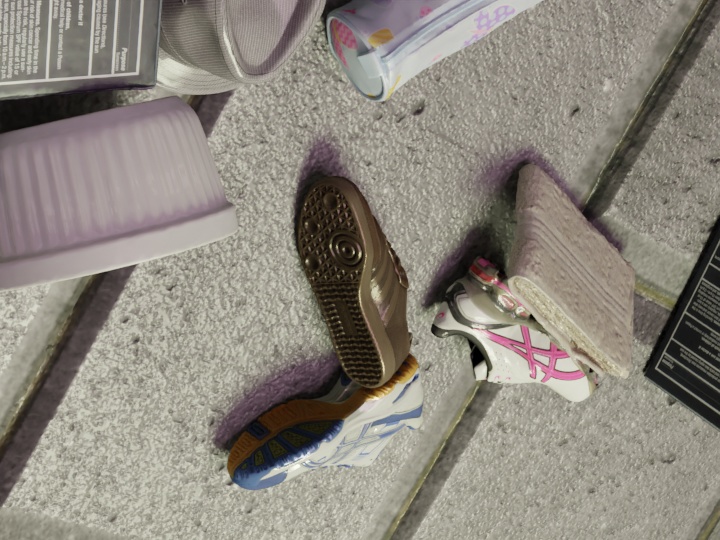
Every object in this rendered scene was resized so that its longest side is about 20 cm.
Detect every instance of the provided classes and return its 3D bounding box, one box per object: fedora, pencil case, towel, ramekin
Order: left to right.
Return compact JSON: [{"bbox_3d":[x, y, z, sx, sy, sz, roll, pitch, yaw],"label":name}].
[{"bbox_3d":[-0.194,-0.057,1.244,0.200,0.200,0.105,-15,97,-28],"label":"ramekin"},{"bbox_3d":[-0.086,-0.210,1.302,0.177,0.090,0.200,2,113,-36],"label":"fedora"},{"bbox_3d":[0.070,-0.214,1.410,0.200,0.091,0.083,-32,129,-16],"label":"pencil case"},{"bbox_3d":[0.194,0.005,1.611,0.200,0.034,0.133,43,43,-40],"label":"towel"}]

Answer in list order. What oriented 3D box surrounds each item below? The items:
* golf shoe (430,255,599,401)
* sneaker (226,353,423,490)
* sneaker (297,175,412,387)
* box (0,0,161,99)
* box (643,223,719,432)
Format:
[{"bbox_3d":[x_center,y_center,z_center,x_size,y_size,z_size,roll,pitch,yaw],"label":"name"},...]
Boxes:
[{"bbox_3d":[0.143,0.071,1.636,0.092,0.073,0.200,-48,123,3],"label":"golf shoe"},{"bbox_3d":[-0.023,0.152,1.558,0.200,0.075,0.088,-29,128,-19],"label":"sneaker"},{"bbox_3d":[0.000,0.000,1.508,0.076,0.070,0.200,-44,133,-47],"label":"sneaker"},{"bbox_3d":[-0.240,-0.223,1.154,0.198,0.123,0.200,-8,119,-30],"label":"box"},{"bbox_3d":[0.421,0.073,1.744,0.123,0.200,0.199,15,106,-40],"label":"box"}]
